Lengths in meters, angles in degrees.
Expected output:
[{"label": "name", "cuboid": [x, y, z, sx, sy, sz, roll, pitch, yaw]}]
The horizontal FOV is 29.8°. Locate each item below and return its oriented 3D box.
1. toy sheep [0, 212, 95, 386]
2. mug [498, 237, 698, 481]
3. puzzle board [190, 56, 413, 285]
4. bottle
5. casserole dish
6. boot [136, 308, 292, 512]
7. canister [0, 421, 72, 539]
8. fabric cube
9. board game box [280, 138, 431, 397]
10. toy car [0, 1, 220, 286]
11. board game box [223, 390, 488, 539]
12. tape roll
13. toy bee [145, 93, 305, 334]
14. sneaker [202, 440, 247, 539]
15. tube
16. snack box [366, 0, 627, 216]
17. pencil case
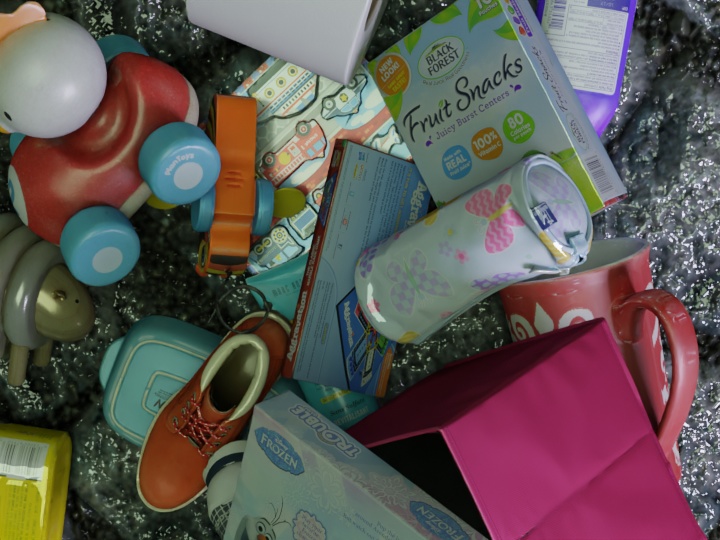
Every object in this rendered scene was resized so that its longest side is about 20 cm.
[{"label": "toy sheep", "cuboid": [-0.317, 0.013, 1.151, 0.198, 0.138, 0.139, 17, 97, 7]}, {"label": "mug", "cuboid": [0.196, 0.090, 1.108, 0.132, 0.178, 0.202, -14, 100, -1]}, {"label": "puzzle board", "cuboid": [-0.057, -0.102, 1.176, 0.200, 0.017, 0.151, -42, 93, 6]}, {"label": "bottle", "cuboid": [0.178, -0.157, 1.131, 0.083, 0.065, 0.202, 9, 97, 7]}, {"label": "casserole dish", "cuboid": [-0.141, 0.119, 1.195, 0.199, 0.039, 0.122, 23, 97, 2]}, {"label": "boot", "cuboid": [-0.131, 0.123, 1.123, 0.075, 0.107, 0.201, 34, 99, 0]}, {"label": "canister", "cuboid": [-0.365, 0.198, 1.193, 0.198, 0.087, 0.150, 9, 97, 1]}, {"label": "fabric cube", "cuboid": [0.103, 0.180, 1.031, 0.196, 0.199, 0.201, -24, 92, 49]}, {"label": "board game box", "cuboid": [0.000, 0.000, 1.139, 0.102, 0.019, 0.202, 15, 87, -36]}, {"label": "toy car", "cuboid": [-0.243, -0.125, 1.060, 0.177, 0.185, 0.200, -44, 136, 7]}, {"label": "board game box", "cuboid": [-0.015, 0.223, 0.974, 0.199, 0.043, 0.200, 34, 124, 30]}, {"label": "tape roll", "cuboid": [-0.037, -0.265, 1.065, 0.138, 0.203, 0.204, 21, 97, 2]}, {"label": "toy bee", "cuboid": [-0.122, -0.040, 1.136, 0.130, 0.109, 0.201, 24, 67, -10]}, {"label": "sneaker", "cuboid": [-0.032, 0.198, 1.116, 0.198, 0.081, 0.077, 5, 123, -20]}, {"label": "tube", "cuboid": [-0.027, 0.085, 1.181, 0.077, 0.050, 0.201, -23, 92, -14]}, {"label": "snack box", "cuboid": [0.109, -0.115, 1.104, 0.142, 0.053, 0.201, -29, 86, 36]}, {"label": "pencil case", "cuboid": [0.087, -0.013, 1.067, 0.199, 0.083, 0.091, -28, 99, 37]}]
